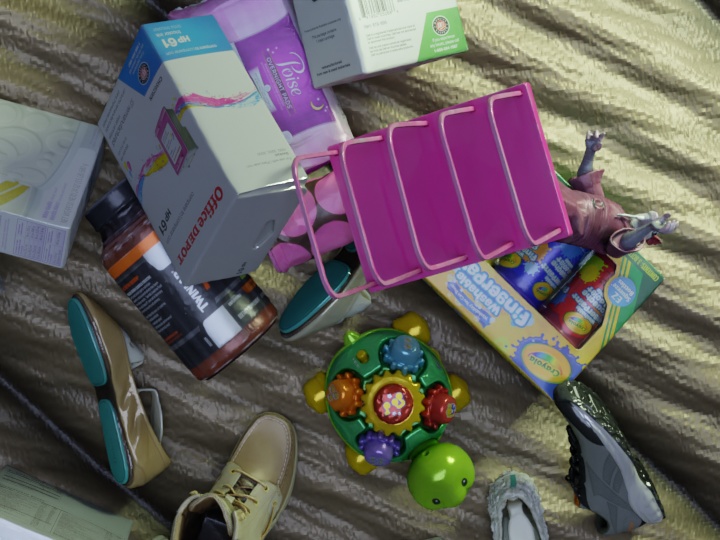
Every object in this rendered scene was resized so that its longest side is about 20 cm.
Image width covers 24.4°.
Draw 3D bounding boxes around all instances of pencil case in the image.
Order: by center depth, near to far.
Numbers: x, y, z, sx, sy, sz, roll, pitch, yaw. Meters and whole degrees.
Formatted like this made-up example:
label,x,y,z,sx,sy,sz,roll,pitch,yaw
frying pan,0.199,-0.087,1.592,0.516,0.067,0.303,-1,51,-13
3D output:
label,x,y,z,sx,sy,sz,roll,pitch,yaw
pencil case,-0.005,-0.073,1.585,0.198,0.094,0.091,-23,119,1

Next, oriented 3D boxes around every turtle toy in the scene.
label,x,y,z,sx,sy,sz,roll,pitch,yaw
turtle toy,0.042,0.144,1.635,0.145,0.101,0.201,-34,95,-1

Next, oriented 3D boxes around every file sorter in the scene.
label,x,y,z,sx,sy,sz,roll,pitch,yaw
file sorter,0.059,-0.064,1.443,0.198,0.125,0.141,-16,92,23

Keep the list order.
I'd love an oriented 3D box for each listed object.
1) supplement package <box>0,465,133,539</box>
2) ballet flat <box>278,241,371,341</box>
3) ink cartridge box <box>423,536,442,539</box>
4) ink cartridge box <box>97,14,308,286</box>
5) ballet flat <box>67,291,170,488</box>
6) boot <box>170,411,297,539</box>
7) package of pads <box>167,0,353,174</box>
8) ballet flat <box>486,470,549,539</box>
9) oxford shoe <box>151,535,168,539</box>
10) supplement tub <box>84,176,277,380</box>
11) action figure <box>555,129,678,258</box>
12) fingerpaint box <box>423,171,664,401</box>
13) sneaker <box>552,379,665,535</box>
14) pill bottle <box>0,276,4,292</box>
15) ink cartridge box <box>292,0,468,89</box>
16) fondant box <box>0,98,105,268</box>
label,x,y,z,sx,sy,sz,roll,pitch,yaw
supplement package,-0.321,0.316,1.573,0.146,0.200,0.193,23,92,-5
ballet flat,0.000,0.000,1.647,0.069,0.069,0.201,37,90,-5
ink cartridge box,0.067,0.380,1.630,0.086,0.145,0.202,-11,95,-1
ink cartridge box,-0.147,-0.109,1.524,0.084,0.145,0.201,-15,63,-37
ballet flat,-0.237,0.112,1.644,0.063,0.068,0.202,-18,98,-31
boot,-0.122,0.220,1.590,0.072,0.156,0.202,23,77,11
package of pads,-0.095,-0.184,1.618,0.119,0.076,0.202,-24,94,2
ballet flat,0.164,0.304,1.673,0.071,0.072,0.202,-13,95,-3
oxford shoe,-0.224,0.356,1.642,0.057,0.075,0.202,26,99,17
supplement tub,-0.178,0.001,1.609,0.107,0.107,0.200,-40,96,-1
action figure,0.203,-0.042,1.561,0.198,0.135,0.150,16,123,-29
fingerpaint box,0.171,-0.001,1.649,0.200,0.073,0.167,44,90,-5
sneaker,0.233,0.192,1.641,0.079,0.074,0.201,-27,121,8
pill bottle,-0.447,0.043,1.590,0.199,0.114,0.115,-38,95,-1
ink cartridge box,0.006,-0.289,1.584,0.146,0.083,0.202,-17,95,-39
fondant box,-0.355,-0.095,1.574,0.198,0.145,0.059,14,136,-4
